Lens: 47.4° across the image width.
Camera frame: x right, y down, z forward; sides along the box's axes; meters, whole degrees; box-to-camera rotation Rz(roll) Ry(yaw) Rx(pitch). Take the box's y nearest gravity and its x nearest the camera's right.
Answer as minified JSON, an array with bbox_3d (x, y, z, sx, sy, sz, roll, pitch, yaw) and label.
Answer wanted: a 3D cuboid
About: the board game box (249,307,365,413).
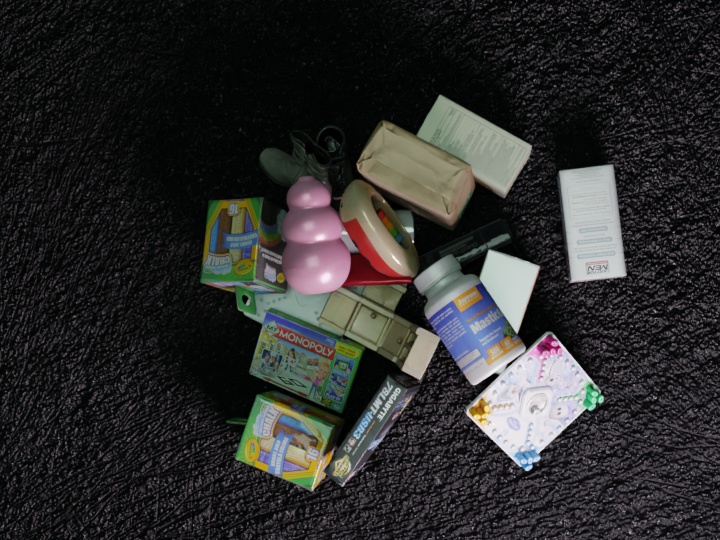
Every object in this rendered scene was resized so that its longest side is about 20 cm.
[{"bbox_3d":[-0.103,0.170,1.552,0.198,0.029,0.136,21,108,10],"label":"board game box"}]

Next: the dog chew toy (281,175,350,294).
[{"bbox_3d":[-0.084,-0.063,1.434,0.123,0.125,0.203,-6,96,8],"label":"dog chew toy"}]

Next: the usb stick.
[{"bbox_3d":[0.191,-0.036,1.535,0.198,0.033,0.056,-25,62,6],"label":"usb stick"}]

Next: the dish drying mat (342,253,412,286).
[{"bbox_3d":[0.000,0.000,1.503,0.197,0.018,0.077,-2,44,12],"label":"dish drying mat"}]

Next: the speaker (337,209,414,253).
[{"bbox_3d":[0.000,-0.072,1.532,0.197,0.081,0.082,-2,86,-1],"label":"speaker"}]

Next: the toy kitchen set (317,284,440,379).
[{"bbox_3d":[0.046,0.066,1.467,0.198,0.180,0.165,27,89,-3],"label":"toy kitchen set"}]

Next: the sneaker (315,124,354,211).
[{"bbox_3d":[-0.047,-0.182,1.552,0.070,0.099,0.203,-11,87,6],"label":"sneaker"}]

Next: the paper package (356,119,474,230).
[{"bbox_3d":[0.106,-0.166,1.476,0.189,0.200,0.104,29,90,10],"label":"paper package"}]

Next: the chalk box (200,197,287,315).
[{"bbox_3d":[-0.212,-0.021,1.531,0.122,0.125,0.203,0,78,25],"label":"chalk box"}]

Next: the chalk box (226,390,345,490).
[{"bbox_3d":[-0.147,0.300,1.514,0.198,0.125,0.125,21,89,8],"label":"chalk box"}]

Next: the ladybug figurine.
[{"bbox_3d":[0.030,-0.063,1.432,0.072,0.136,0.201,-32,101,21],"label":"ladybug figurine"}]

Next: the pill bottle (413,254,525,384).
[{"bbox_3d":[0.176,0.078,1.367,0.111,0.112,0.201,-34,80,5],"label":"pill bottle"}]

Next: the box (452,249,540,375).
[{"bbox_3d":[0.244,0.076,1.475,0.096,0.124,0.203,19,90,11],"label":"box"}]

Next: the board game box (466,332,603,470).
[{"bbox_3d":[0.310,0.235,1.435,0.200,0.026,0.200,-43,122,3],"label":"board game box"}]

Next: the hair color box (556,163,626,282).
[{"bbox_3d":[0.419,-0.084,1.493,0.098,0.061,0.203,-6,84,9],"label":"hair color box"}]

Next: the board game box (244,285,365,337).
[{"bbox_3d":[-0.099,0.035,1.582,0.198,0.026,0.202,25,91,9],"label":"board game box"}]

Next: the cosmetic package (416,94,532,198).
[{"bbox_3d":[0.209,-0.231,1.529,0.199,0.071,0.106,33,92,10],"label":"cosmetic package"}]

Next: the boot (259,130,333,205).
[{"bbox_3d":[-0.117,-0.211,1.529,0.067,0.132,0.199,-34,56,-28],"label":"boot"}]

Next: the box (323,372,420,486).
[{"bbox_3d":[0.024,0.276,1.458,0.049,0.200,0.200,33,91,12],"label":"box"}]
